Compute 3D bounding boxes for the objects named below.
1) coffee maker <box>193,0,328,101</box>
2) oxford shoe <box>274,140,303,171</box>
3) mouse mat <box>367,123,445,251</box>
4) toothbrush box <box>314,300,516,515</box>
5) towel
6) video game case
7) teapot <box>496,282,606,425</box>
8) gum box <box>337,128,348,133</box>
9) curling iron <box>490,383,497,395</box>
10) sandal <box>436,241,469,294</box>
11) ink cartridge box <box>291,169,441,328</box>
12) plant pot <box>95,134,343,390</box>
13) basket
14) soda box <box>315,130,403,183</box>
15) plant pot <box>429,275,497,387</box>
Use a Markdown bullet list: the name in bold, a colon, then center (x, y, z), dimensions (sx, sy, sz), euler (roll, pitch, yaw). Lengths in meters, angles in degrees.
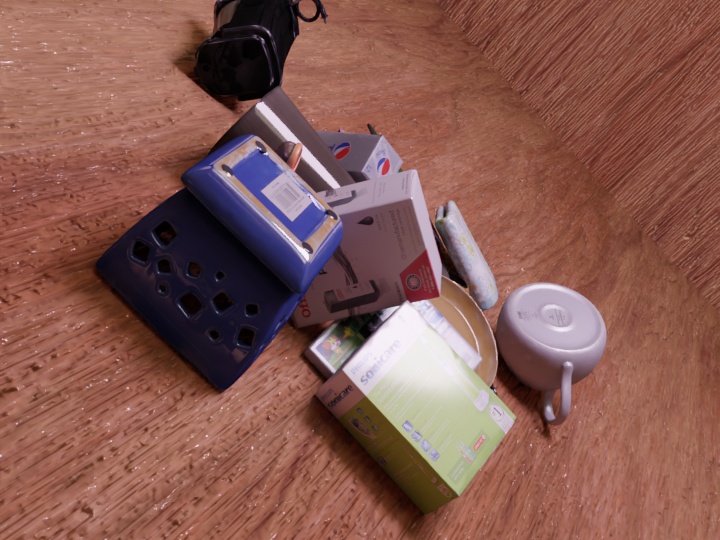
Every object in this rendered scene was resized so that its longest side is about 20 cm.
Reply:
- **coffee maker**: center (-0.163, -0.376, 1.585), dimensions (0.135, 0.190, 0.201), euler (52, 21, -27)
- **oxford shoe**: center (-0.138, -0.102, 1.207), dimensions (0.072, 0.200, 0.072), euler (35, 45, -14)
- **mouse mat**: center (0.076, -0.134, 1.598), dimensions (0.200, 0.007, 0.163), euler (47, 16, -48)
- **toothbrush box**: center (0.068, 0.164, 1.190), dimensions (0.200, 0.086, 0.146), euler (47, 51, 0)
- **towel**: center (0.181, -0.029, 1.713), dimensions (0.173, 0.048, 0.200), euler (60, 10, -8)
- **video game case**: center (0.047, 0.112, 1.278), dimensions (0.182, 0.022, 0.200), euler (46, 51, 0)
- **teapot**: center (0.311, 0.132, 1.648), dimensions (0.196, 0.148, 0.199), euler (33, 44, 25)
- **gum box**: center (0.003, -0.148, 1.603), dimensions (0.112, 0.067, 0.201), euler (28, 20, -17)
- **curling iron**: center (0.134, 0.133, 1.484), dimensions (0.200, 0.026, 0.050), euler (45, 31, -6)
- **sandal**: center (0.148, 0.024, 1.611), dimensions (0.081, 0.054, 0.203), euler (10, 59, -55)
- **ink cartridge box**: center (-0.009, -0.025, 1.232), dimensions (0.085, 0.196, 0.148), euler (-78, 153, -59)
- **plant pot**: center (-0.138, -0.025, 1.093), dimensions (0.200, 0.180, 0.200), euler (43, 24, -3)
- **basket**: center (-0.092, -0.131, 1.352), dimensions (0.200, 0.136, 0.181), euler (47, 13, -6)
- **soda box**: center (-0.035, -0.159, 1.459), dimensions (0.198, 0.069, 0.063), euler (11, -26, 45)
- **plant pot**: center (0.106, 0.093, 1.370), dimensions (0.197, 0.027, 0.203), euler (22, 48, -26)
